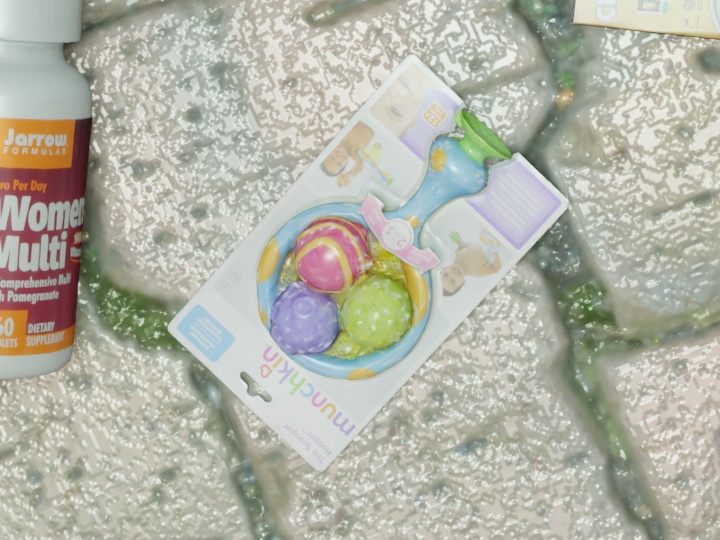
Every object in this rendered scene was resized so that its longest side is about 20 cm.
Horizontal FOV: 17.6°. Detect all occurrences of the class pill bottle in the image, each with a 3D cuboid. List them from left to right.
[{"bbox_3d":[-0.194,-0.052,1.192,0.109,0.110,0.202,7,99,6],"label":"pill bottle"}]

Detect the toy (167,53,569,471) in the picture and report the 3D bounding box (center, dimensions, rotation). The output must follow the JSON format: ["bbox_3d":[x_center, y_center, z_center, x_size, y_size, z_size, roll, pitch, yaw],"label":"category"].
[{"bbox_3d":[0.000,0.000,1.207,0.115,0.047,0.200,43,100,1],"label":"toy"}]

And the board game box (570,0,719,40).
[{"bbox_3d":[0.182,-0.216,1.159,0.134,0.035,0.202,7,99,6],"label":"board game box"}]
